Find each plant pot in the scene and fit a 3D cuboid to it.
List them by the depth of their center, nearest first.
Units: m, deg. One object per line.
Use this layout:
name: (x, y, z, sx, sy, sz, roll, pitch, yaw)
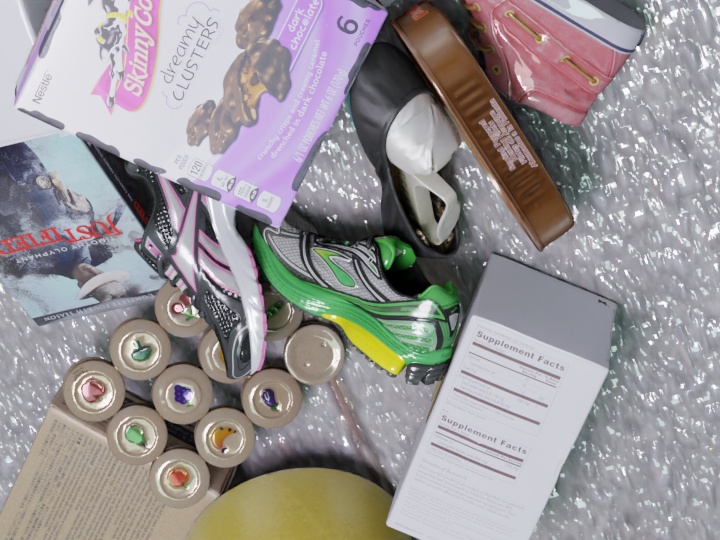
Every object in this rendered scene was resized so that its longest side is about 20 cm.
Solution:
plant pot: (-0.044, 0.282, 1.371, 0.198, 0.142, 0.202, -5, 125, -7)

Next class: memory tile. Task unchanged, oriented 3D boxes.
memory tile: (-0.124, 0.082, 1.355, 0.200, 0.017, 0.153, -42, 101, 1)

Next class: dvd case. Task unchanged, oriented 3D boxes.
dvd case: (-0.239, -0.037, 1.326, 0.145, 0.022, 0.201, -12, 137, 18)

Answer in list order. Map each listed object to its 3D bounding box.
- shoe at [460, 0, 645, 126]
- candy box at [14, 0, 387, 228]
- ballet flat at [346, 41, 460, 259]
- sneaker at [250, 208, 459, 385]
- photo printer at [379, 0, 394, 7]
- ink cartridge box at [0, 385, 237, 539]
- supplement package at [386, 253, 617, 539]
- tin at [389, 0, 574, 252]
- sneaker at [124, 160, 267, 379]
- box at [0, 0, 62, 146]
shoe: (0.095, -0.183, 1.190, 0.199, 0.072, 0.091, 30, 115, -6)
candy box: (-0.109, -0.149, 1.135, 0.199, 0.072, 0.169, 24, 105, -17)
ballet flat: (0.043, -0.081, 1.224, 0.068, 0.068, 0.201, 31, 155, 32)
sneaker: (0.000, 0.000, 1.276, 0.199, 0.078, 0.086, 33, 114, 28)
photo printer: (-0.095, -0.213, 1.221, 0.199, 0.070, 0.167, -31, 106, 23)
ink cartridge box: (-0.218, 0.208, 1.452, 0.164, 0.075, 0.201, 28, 117, -3)
supplement package: (0.109, 0.110, 1.304, 0.109, 0.114, 0.201, 21, 117, 2)
tin: (0.088, -0.104, 1.206, 0.042, 0.112, 0.201, -35, 109, 0)
sneaker: (-0.128, -0.012, 1.297, 0.085, 0.080, 0.202, -15, 88, -6)
box: (-0.264, -0.207, 1.219, 0.105, 0.153, 0.202, -10, 112, 17)
